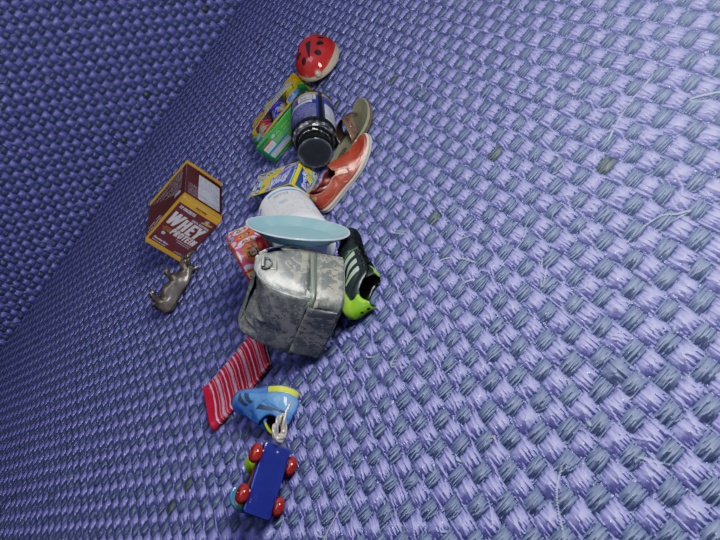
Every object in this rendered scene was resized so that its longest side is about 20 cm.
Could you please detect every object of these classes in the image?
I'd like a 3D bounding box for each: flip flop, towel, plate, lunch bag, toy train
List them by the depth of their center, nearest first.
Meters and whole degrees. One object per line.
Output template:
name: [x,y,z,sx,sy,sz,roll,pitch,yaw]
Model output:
toy train: [-0.170,0.336,1.341,0.116,0.084,0.202,-30,38,58]
lunch bag: [-0.130,0.053,1.387,0.201,0.166,0.140,118,156,-47]
plate: [-0.118,-0.072,1.421,0.200,0.198,0.026,32,119,59]
towel: [-0.268,0.231,1.620,0.200,0.022,0.145,-49,33,13]
lunch bag: [-0.216,-0.001,1.623,0.081,0.177,0.200,-26,22,-7]
flip flop: [-0.032,-0.319,1.749,0.081,0.057,0.201,5,66,56]

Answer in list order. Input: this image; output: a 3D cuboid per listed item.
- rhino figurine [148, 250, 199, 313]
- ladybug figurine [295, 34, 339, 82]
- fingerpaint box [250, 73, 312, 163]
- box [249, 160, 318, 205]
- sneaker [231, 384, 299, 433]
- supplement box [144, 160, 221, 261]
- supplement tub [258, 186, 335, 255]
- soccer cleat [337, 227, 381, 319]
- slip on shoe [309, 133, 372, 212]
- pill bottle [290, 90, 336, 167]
rhino figurine: [-0.516,0.031,2.109,0.087,0.060,0.201,30,87,40]
ladybug figurine: [-0.126,-0.597,2.098,0.135,0.072,0.201,-29,38,12]
fingerpaint box: [-0.212,-0.424,2.082,0.200,0.073,0.167,-46,32,18]
box: [-0.192,-0.209,1.871,0.199,0.064,0.071,-7,56,51]
sneaker: [-0.192,0.270,1.437,0.199,0.066,0.079,-17,52,47]
supplement box: [-0.521,-0.175,2.234,0.197,0.132,0.201,-43,33,22]
supplement tub: [-0.140,-0.088,1.624,0.132,0.132,0.200,-50,32,10]
soccer cleat: [0.000,0.000,1.421,0.081,0.067,0.202,-23,51,29]
slip on shoe: [-0.042,-0.223,1.677,0.201,0.061,0.074,-53,29,4]
pill bottle: [-0.114,-0.343,1.835,0.112,0.111,0.201,-39,35,27]
